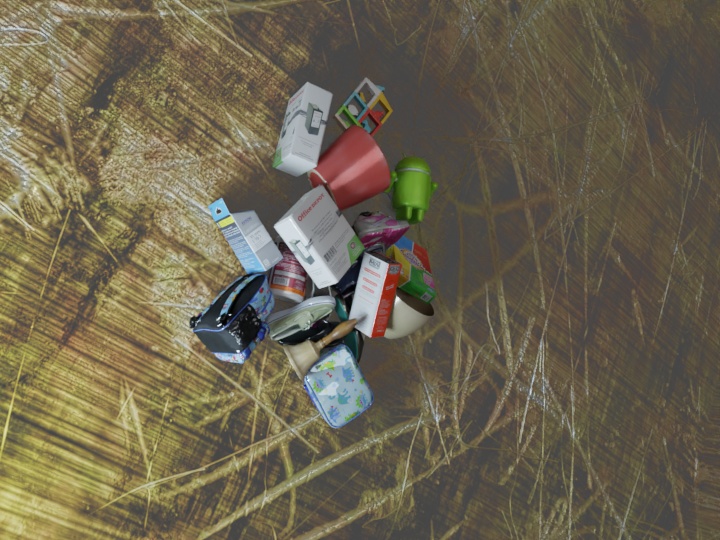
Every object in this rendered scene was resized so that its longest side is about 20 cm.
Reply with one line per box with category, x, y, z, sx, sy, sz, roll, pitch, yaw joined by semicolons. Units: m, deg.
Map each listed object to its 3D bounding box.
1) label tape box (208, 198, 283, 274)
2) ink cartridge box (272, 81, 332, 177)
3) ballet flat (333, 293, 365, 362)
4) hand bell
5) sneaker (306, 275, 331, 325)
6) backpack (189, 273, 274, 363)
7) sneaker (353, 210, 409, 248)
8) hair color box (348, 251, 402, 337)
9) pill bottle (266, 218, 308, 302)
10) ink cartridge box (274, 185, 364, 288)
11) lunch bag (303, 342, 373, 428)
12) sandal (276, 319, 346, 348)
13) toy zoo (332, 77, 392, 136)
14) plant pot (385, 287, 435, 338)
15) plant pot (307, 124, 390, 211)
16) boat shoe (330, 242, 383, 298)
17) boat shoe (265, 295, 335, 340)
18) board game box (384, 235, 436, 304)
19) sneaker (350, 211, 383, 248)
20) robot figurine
label tape box;-0.290;-0.095;1.452;0.065;0.142;0.204;-35;104;-26
ink cartridge box;-0.155;-0.372;1.550;0.082;0.144;0.207;17;78;-26
ballet flat;-0.020;0.157;1.643;0.067;0.067;0.207;-19;97;-38
hand bell;-0.091;0.184;1.495;0.196;0.104;0.106;-31;102;-5
sneaker;-0.115;0.055;1.594;0.070;0.085;0.207;2;108;-16
backpack;-0.292;0.107;1.427;0.136;0.179;0.202;55;52;-24
sneaker;0.060;-0.126;1.623;0.196;0.082;0.090;-7;59;-45
hair color box;0.037;0.063;1.557;0.060;0.100;0.207;0;109;-44
pill bottle;-0.183;-0.027;1.531;0.107;0.109;0.207;17;78;-28
ink cartridge box;-0.101;-0.085;1.470;0.202;0.083;0.146;54;50;-17
lunch bag;-0.068;0.310;1.583;0.158;0.082;0.204;-32;103;-15
sandal;-0.126;0.166;1.547;0.193;0.049;0.077;-4;52;-14
toy zoo;0.017;-0.477;1.731;0.131;0.020;0.202;45;67;-20
plant pot;0.098;0.114;1.662;0.197;0.202;0.136;28;109;-26
plant pot;-0.041;-0.265;1.598;0.175;0.199;0.204;-35;104;-17
boat shoe;0.000;0.000;1.623;0.197;0.093;0.076;-35;143;-10
boat shoe;-0.152;0.127;1.522;0.194;0.072;0.063;-21;60;2
board game box;0.141;-0.015;1.696;0.150;0.040;0.203;29;34;-26
sneaker;-0.016;-0.121;1.663;0.195;0.070;0.103;7;81;-36
robot figurine;0.154;-0.246;1.742;0.170;0.115;0.208;7;83;-25
